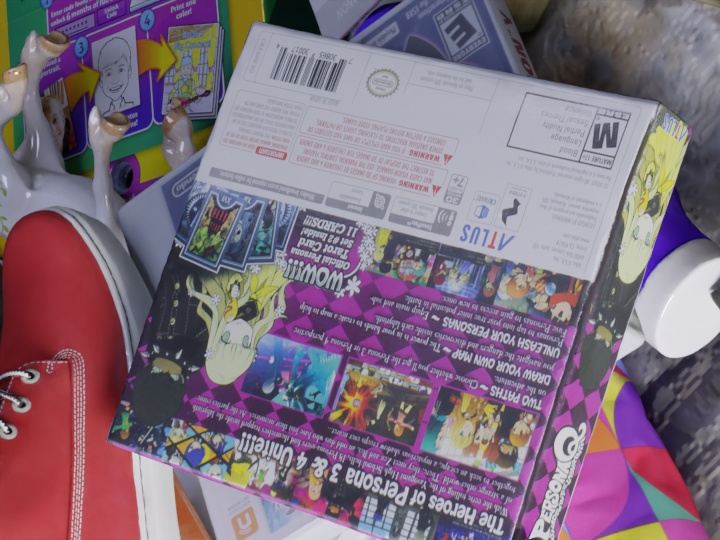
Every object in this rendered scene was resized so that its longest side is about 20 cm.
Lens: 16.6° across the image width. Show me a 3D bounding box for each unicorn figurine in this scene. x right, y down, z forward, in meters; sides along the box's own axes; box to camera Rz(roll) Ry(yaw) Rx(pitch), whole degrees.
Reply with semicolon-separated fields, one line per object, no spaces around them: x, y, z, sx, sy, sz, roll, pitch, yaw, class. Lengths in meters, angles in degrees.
-0.127;-0.020;1.135;0.200;0.073;0.138;46;133;44;unicorn figurine

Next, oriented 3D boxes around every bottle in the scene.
0.073;-0.038;1.018;0.200;0.083;0.066;42;107;38;bottle

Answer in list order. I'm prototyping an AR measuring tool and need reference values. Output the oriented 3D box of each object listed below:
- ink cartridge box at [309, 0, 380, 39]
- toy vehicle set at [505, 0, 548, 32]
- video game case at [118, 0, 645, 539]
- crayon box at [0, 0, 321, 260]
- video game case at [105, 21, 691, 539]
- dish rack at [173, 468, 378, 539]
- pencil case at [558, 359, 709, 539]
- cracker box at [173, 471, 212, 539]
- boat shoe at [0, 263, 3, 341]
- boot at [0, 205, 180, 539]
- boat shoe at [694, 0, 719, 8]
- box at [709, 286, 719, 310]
0.021;-0.218;1.031;0.200;0.044;0.177;-40;65;47;ink cartridge box
0.069;-0.215;1.039;0.125;0.026;0.201;57;139;31;toy vehicle set
0.000;0.000;0.991;0.199;0.023;0.183;-34;59;23;video game case
-0.099;-0.107;1.197;0.199;0.058;0.174;-16;73;40;crayon box
0.010;0.008;0.941;0.199;0.036;0.183;14;82;37;video game case
-0.042;0.062;1.088;0.200;0.043;0.172;-60;43;43;dish rack
0.100;0.115;0.977;0.088;0.088;0.201;-41;60;30;pencil case
-0.104;0.202;1.115;0.134;0.057;0.201;56;143;31;cracker box
-0.160;0.061;1.222;0.075;0.074;0.200;-37;75;-7;boat shoe
-0.150;0.063;0.994;0.072;0.144;0.202;-30;63;43;boot
0.162;-0.132;0.965;0.200;0.067;0.072;53;130;52;boat shoe
0.223;-0.026;0.906;0.200;0.050;0.076;-48;56;27;box
